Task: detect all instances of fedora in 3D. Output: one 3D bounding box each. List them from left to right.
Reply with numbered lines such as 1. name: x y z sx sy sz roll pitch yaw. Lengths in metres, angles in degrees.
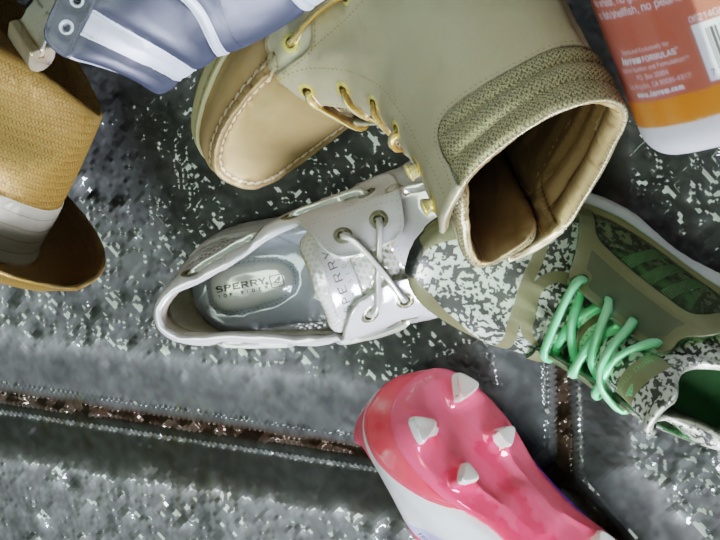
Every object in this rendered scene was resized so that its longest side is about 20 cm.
1. fedora: -0.178 -0.077 1.135 0.200 0.200 0.082 41 105 8

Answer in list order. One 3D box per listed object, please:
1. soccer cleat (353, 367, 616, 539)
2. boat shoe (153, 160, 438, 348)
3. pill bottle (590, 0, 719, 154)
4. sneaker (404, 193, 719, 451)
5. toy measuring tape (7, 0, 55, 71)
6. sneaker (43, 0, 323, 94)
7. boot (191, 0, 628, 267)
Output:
1. soccer cleat: 0.071 0.129 1.151 0.200 0.067 0.076 52 155 -6
2. boat shoe: 0.000 0.000 1.122 0.199 0.069 0.071 -18 98 29
3. pill bottle: 0.124 -0.155 0.972 0.112 0.112 0.201 -16 100 32
4. sneaker: 0.111 0.028 1.047 0.199 0.089 0.077 19 114 5
5. toy measuring tape: -0.062 -0.154 1.084 0.074 0.074 0.200 45 108 5
6. sneaker: -0.103 -0.158 1.005 0.108 0.070 0.200 -34 112 13
7. boot: 0.016 -0.059 1.052 0.200 0.073 0.156 -41 52 29
